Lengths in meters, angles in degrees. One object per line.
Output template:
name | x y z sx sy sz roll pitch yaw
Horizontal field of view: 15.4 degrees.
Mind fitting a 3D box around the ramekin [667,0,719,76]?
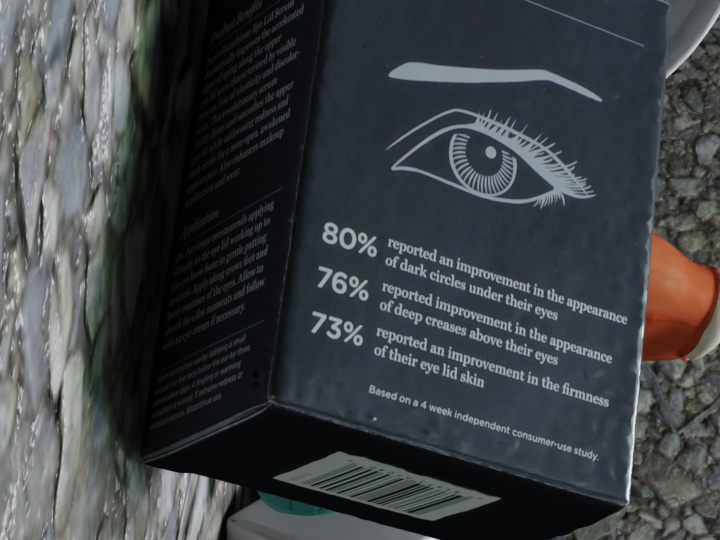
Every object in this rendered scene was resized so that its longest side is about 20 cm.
ramekin | 0.056 -0.166 1.111 0.105 0.199 0.201 -95 -174 -63

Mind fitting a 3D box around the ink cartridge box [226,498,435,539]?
ink cartridge box | 0.008 0.189 1.217 0.144 0.084 0.201 -28 127 -52

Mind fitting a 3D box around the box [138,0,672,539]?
box | 0.019 -0.016 0.953 0.104 0.148 0.201 -27 -130 56

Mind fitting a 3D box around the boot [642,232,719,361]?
boot | 0.134 0.025 1.408 0.200 0.107 0.075 132 -27 -76

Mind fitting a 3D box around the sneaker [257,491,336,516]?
sneaker | -0.021 0.042 1.090 0.200 0.083 0.121 -23 108 -84
